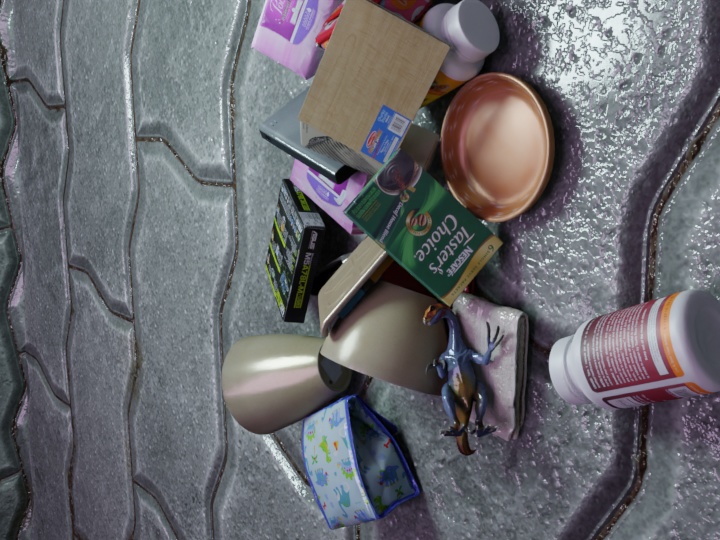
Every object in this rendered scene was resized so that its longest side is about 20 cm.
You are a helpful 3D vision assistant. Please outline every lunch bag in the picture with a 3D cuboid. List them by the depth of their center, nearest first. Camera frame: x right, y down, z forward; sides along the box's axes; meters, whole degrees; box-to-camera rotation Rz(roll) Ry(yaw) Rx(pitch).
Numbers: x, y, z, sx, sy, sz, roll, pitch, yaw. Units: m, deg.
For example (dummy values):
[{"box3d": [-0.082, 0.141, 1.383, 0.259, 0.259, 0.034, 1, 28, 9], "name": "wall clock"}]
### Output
[{"box3d": [0.022, -0.366, 1.165, 0.082, 0.177, 0.199, 45, 158, -20], "name": "lunch bag"}, {"box3d": [-0.015, 0.326, 1.407, 0.170, 0.127, 0.201, -35, 80, 49], "name": "lunch bag"}]

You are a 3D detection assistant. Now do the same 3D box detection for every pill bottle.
[{"box3d": [0.321, 0.099, 0.946, 0.199, 0.112, 0.114, -25, 78, 50], "name": "pill bottle"}, {"box3d": [0.099, -0.300, 1.147, 0.199, 0.109, 0.110, -21, 81, 51], "name": "pill bottle"}]

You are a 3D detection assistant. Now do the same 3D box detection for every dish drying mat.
[{"box3d": [0.101, 0.005, 1.280, 0.199, 0.018, 0.078, 1, 99, 51], "name": "dish drying mat"}]

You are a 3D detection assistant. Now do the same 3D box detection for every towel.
[{"box3d": [0.182, 0.139, 1.182, 0.132, 0.034, 0.202, 19, 117, 47], "name": "towel"}]

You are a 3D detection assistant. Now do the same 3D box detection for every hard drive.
[{"box3d": [-0.053, -0.227, 1.327, 0.199, 0.139, 0.033, 35, 157, 35], "name": "hard drive"}]

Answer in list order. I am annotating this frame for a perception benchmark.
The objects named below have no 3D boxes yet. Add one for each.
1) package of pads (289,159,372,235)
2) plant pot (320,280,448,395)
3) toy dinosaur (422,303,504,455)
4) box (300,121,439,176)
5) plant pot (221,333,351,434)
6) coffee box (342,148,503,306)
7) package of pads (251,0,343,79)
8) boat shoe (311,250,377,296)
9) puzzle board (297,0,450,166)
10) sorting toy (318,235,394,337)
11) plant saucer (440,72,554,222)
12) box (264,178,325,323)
[{"box3d": [-0.034, -0.161, 1.370, 0.200, 0.075, 0.121, 43, 128, 38], "name": "package of pads"}, {"box3d": [0.053, 0.094, 1.244, 0.199, 0.199, 0.136, 18, 88, 48], "name": "plant pot"}, {"box3d": [0.127, 0.147, 1.164, 0.201, 0.104, 0.183, 109, 154, -54], "name": "toy dinosaur"}, {"box3d": [0.012, -0.194, 1.215, 0.199, 0.069, 0.082, 24, 158, 9], "name": "box"}, {"box3d": [-0.120, 0.193, 1.490, 0.199, 0.187, 0.189, -18, 83, 38], "name": "plant pot"}, {"box3d": [0.088, -0.059, 1.135, 0.200, 0.123, 0.044, 43, 178, -8], "name": "coffee box"}, {"box3d": [-0.097, -0.433, 1.352, 0.120, 0.076, 0.201, 29, 128, 2], "name": "package of pads"}, {"box3d": [-0.028, 0.010, 1.401, 0.200, 0.057, 0.067, -29, 74, 56], "name": "boat shoe"}, {"box3d": [0.014, -0.256, 1.111, 0.150, 0.017, 0.201, 28, 126, 0], "name": "puzzle board"}, {"box3d": [0.000, 0.000, 1.257, 0.201, 0.036, 0.185, -54, 11, 8], "name": "sorting toy"}, {"box3d": [0.190, -0.168, 1.118, 0.199, 0.037, 0.202, 14, 108, 51], "name": "plant saucer"}, {"box3d": [-0.123, -0.039, 1.482, 0.200, 0.047, 0.195, -119, 36, -56], "name": "box"}]
